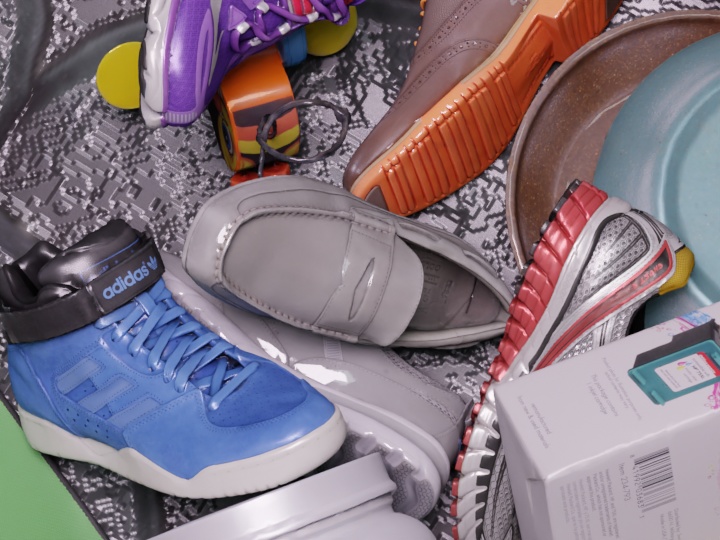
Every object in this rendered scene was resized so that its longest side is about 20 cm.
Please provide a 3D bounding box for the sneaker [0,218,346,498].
[{"bbox_3d":[-0.097,0.035,1.164,0.077,0.199,0.112,-33,118,-38],"label":"sneaker"}]

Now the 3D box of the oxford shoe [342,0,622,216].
[{"bbox_3d":[0.052,-0.106,1.274,0.073,0.071,0.200,37,72,26],"label":"oxford shoe"}]

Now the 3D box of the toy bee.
[{"bbox_3d":[-0.067,-0.093,1.253,0.130,0.109,0.201,1,50,0],"label":"toy bee"}]

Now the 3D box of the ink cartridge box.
[{"bbox_3d":[0.170,0.079,1.149,0.199,0.117,0.067,-20,42,-8],"label":"ink cartridge box"}]

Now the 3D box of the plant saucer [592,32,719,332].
[{"bbox_3d":[0.213,-0.030,1.217,0.199,0.036,0.201,0,78,-1],"label":"plant saucer"}]

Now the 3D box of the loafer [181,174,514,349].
[{"bbox_3d":[0.000,0.000,1.181,0.070,0.199,0.070,29,105,40],"label":"loafer"}]

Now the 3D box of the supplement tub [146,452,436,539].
[{"bbox_3d":[-0.013,0.198,1.143,0.144,0.145,0.201,-20,86,-6],"label":"supplement tub"}]

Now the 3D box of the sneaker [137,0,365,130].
[{"bbox_3d":[-0.039,-0.138,1.171,0.083,0.081,0.200,25,53,14],"label":"sneaker"}]

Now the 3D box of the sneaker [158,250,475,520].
[{"bbox_3d":[-0.034,0.050,1.240,0.200,0.075,0.082,33,44,11],"label":"sneaker"}]

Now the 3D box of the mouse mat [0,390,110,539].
[{"bbox_3d":[-0.218,0.119,1.198,0.161,0.008,0.200,-28,69,-32],"label":"mouse mat"}]

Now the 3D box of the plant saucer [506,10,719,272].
[{"bbox_3d":[0.172,-0.030,1.258,0.199,0.037,0.202,0,77,0],"label":"plant saucer"}]

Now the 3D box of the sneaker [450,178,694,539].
[{"bbox_3d":[0.099,0.062,1.189,0.082,0.078,0.201,22,110,8],"label":"sneaker"}]
